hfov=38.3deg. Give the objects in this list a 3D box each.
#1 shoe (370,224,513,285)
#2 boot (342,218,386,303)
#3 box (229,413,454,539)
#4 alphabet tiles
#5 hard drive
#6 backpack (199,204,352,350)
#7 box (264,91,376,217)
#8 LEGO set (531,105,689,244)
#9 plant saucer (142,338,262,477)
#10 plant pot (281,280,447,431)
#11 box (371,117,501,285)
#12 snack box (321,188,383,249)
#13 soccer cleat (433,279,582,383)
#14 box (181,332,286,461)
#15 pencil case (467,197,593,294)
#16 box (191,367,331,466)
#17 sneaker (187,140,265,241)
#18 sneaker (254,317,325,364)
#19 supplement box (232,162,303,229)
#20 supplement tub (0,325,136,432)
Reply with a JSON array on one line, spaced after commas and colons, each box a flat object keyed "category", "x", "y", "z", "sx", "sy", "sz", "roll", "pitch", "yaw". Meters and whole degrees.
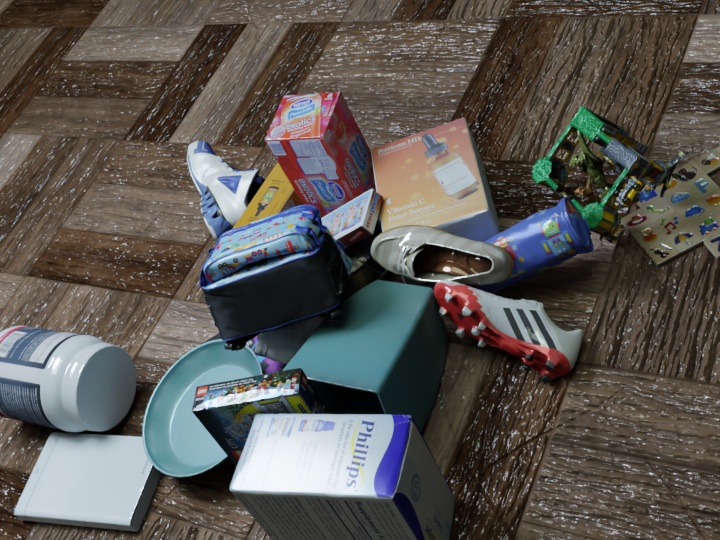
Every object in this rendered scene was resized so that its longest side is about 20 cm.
[{"category": "shoe", "x": 0.097, "y": -0.019, "z": 1.345, "sx": 0.200, "sy": 0.070, "sz": 0.053, "roll": 7, "pitch": 11, "yaw": 28}, {"category": "boot", "x": 0.000, "y": 0.000, "z": 1.464, "sx": 0.097, "sy": 0.075, "sz": 0.200, "roll": -40, "pitch": 40, "yaw": 20}, {"category": "box", "x": -0.015, "y": 0.255, "z": 1.185, "sx": 0.200, "sy": 0.184, "sz": 0.105, "roll": -2, "pitch": 49, "yaw": 24}, {"category": "alphabet tiles", "x": 0.458, "y": -0.083, "z": 1.378, "sx": 0.200, "sy": 0.008, "sz": 0.167, "roll": -28, "pitch": 45, "yaw": 2}, {"category": "hard drive", "x": -0.372, "y": 0.290, "z": 1.440, "sx": 0.200, "sy": 0.027, "sz": 0.132, "roll": -1, "pitch": 51, "yaw": 25}, {"category": "backpack", "x": -0.104, "y": -0.006, "z": 1.356, "sx": 0.183, "sy": 0.135, "sz": 0.200, "roll": -17, "pitch": 19, "yaw": 13}, {"category": "box", "x": -0.049, "y": -0.165, "z": 1.560, "sx": 0.100, "sy": 0.200, "sz": 0.096, "roll": 1, "pitch": 54, "yaw": 27}, {"category": "LEGO set", "x": 0.344, "y": -0.125, "z": 1.417, "sx": 0.154, "sy": 0.116, "sz": 0.200, "roll": -63, "pitch": 35, "yaw": 12}, {"category": "plant saucer", "x": -0.204, "y": 0.188, "z": 1.392, "sx": 0.200, "sy": 0.036, "sz": 0.200, "roll": -20, "pitch": 49, "yaw": 25}, {"category": "plant pot", "x": 0.024, "y": 0.114, "z": 1.326, "sx": 0.141, "sy": 0.141, "sz": 0.200, "roll": 8, "pitch": 48, "yaw": 31}, {"category": "box", "x": 0.109, "y": -0.099, "z": 1.491, "sx": 0.152, "sy": 0.106, "sz": 0.200, "roll": -18, "pitch": 46, "yaw": 11}, {"category": "snack box", "x": -0.049, "y": -0.049, "z": 1.491, "sx": 0.200, "sy": 0.024, "sz": 0.072, "roll": -27, "pitch": 35, "yaw": 42}, {"category": "soccer cleat", "x": 0.187, "y": 0.062, "z": 1.312, "sx": 0.200, "sy": 0.069, "sz": 0.085, "roll": 31, "pitch": 57, "yaw": 16}, {"category": "box", "x": -0.157, "y": 0.153, "z": 1.449, "sx": 0.143, "sy": 0.036, "sz": 0.200, "roll": -32, "pitch": 44, "yaw": -3}, {"category": "pencil case", "x": 0.208, "y": -0.022, "z": 1.364, "sx": 0.200, "sy": 0.087, "sz": 0.078, "roll": -27, "pitch": 74, "yaw": 29}, {"category": "box", "x": -0.098, "y": 0.201, "z": 1.260, "sx": 0.137, "sy": 0.200, "sz": 0.038, "roll": -11, "pitch": 45, "yaw": 17}, {"category": "sneaker", "x": -0.209, "y": -0.139, "z": 1.711, "sx": 0.115, "sy": 0.081, "sz": 0.199, "roll": -23, "pitch": 52, "yaw": 1}, {"category": "sneaker", "x": -0.059, "y": 0.078, "z": 1.453, "sx": 0.116, "sy": 0.074, "sz": 0.200, "roll": 24, "pitch": 37, "yaw": 5}, {"category": "supplement box", "x": -0.118, "y": -0.114, "z": 1.645, "sx": 0.067, "sy": 0.069, "sz": 0.200, "roll": 11, "pitch": 56, "yaw": 34}, {"category": "supplement tub", "x": -0.442, "y": 0.158, "z": 1.509, "sx": 0.200, "sy": 0.140, "sz": 0.140, "roll": 6, "pitch": 54, "yaw": 30}]
